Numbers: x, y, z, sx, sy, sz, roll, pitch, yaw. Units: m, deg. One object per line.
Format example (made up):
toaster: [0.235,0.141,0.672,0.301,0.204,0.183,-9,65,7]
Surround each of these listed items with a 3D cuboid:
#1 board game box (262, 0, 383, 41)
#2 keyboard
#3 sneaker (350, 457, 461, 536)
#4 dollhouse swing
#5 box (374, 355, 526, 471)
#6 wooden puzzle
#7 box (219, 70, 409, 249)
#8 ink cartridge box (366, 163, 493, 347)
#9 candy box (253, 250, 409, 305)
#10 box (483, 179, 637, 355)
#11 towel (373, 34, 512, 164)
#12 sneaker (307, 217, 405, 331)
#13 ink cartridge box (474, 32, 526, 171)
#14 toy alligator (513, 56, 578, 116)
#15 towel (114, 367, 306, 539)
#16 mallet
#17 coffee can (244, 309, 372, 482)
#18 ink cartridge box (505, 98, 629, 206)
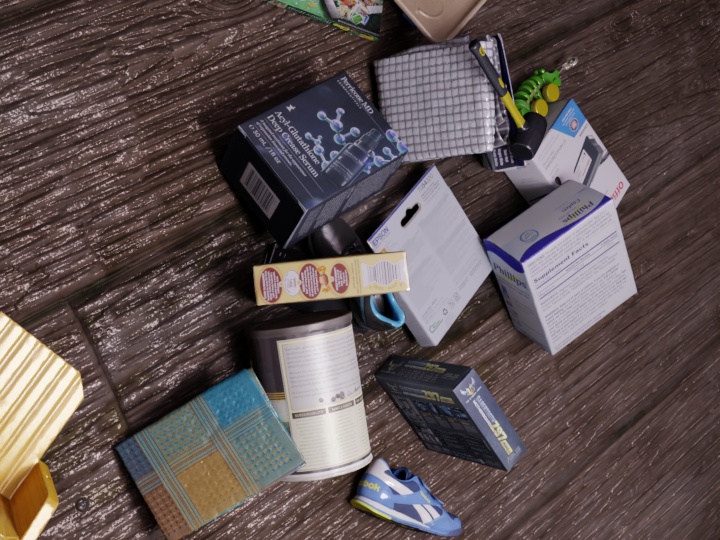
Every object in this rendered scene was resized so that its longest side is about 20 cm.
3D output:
board game box: [-0.051,-0.410,1.622,0.199,0.023,0.106,13,81,-36]
keyboard: [-0.050,0.004,1.605,0.199,0.021,0.128,24,79,-35]
sneaker: [0.079,0.339,1.653,0.199,0.074,0.083,29,69,-33]
dollhouse swing: [-0.403,0.170,1.250,0.176,0.182,0.200,-48,116,-5]
box: [0.127,0.202,1.615,0.051,0.199,0.158,-45,112,-24]
wooden puzzle: [0.089,-0.444,1.687,0.200,0.046,0.186,43,52,-6]
box: [-0.062,-0.150,1.517,0.199,0.107,0.149,-34,79,-34]
ink cartridge box: [0.101,-0.023,1.696,0.197,0.043,0.201,-49,113,-35]
candy box: [-0.038,0.010,1.482,0.198,0.115,0.056,-5,89,-1]
box: [0.316,-0.006,1.765,0.183,0.105,0.201,-34,127,-14]
towel: [0.122,-0.245,1.634,0.085,0.199,0.167,-7,92,-53]
sneaker: [0.000,0.000,1.579,0.073,0.082,0.201,-43,114,-22]
ink cartridge box: [0.198,-0.250,1.704,0.040,0.200,0.202,-12,95,-1]
toy alligator: [0.294,-0.303,1.851,0.054,0.059,0.200,49,62,-24]
towel: [-0.189,0.232,1.420,0.199,0.022,0.147,-30,87,-7]
mallet: [0.203,-0.245,1.547,0.066,0.041,0.201,-57,131,-32]
coffee can: [-0.069,0.164,1.504,0.145,0.146,0.202,-11,94,-36]
ink cartridge box: [0.341,-0.160,1.864,0.200,0.084,0.145,49,63,-26]
